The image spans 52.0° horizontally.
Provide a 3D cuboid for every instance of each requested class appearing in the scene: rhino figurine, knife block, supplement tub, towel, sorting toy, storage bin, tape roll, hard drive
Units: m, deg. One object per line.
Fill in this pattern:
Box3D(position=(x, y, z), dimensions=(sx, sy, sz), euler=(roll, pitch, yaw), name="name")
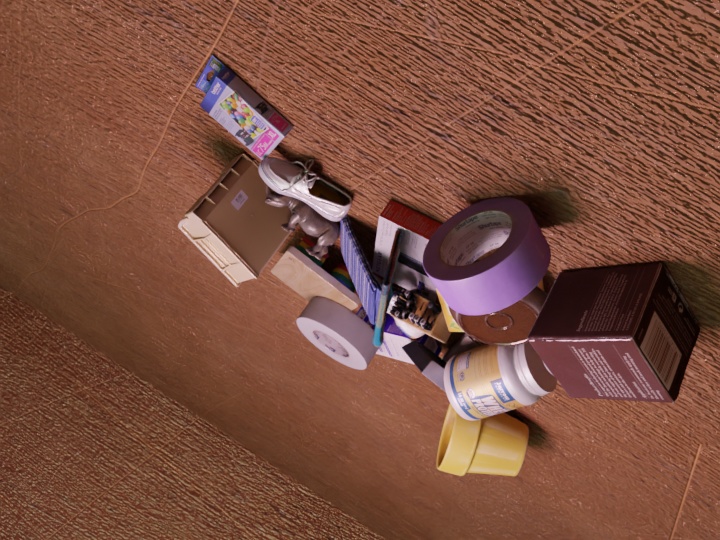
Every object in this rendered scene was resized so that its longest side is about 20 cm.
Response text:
Box3D(position=(-0.126, -0.117, 1.569), dimensions=(0.200, 0.087, 0.060), euler=(45, -174, -14), name="rhino figurine")
Box3D(position=(0.145, 0.100, 1.510), dimensions=(0.200, 0.064, 0.175), euler=(29, 178, -23), name="knife block")
Box3D(position=(0.289, 0.219, 1.531), dimensions=(0.200, 0.145, 0.145), euler=(-27, 116, 36), name="supplement tub")
Box3D(position=(0.000, 0.000, 1.554), dimensions=(0.145, 0.024, 0.201), euler=(93, 157, -57), name="towel")
Box3D(position=(-0.093, 0.015, 1.711), dimensions=(0.199, 0.070, 0.200), euler=(38, 158, -6), name="sorting toy")
Box3D(position=(-0.255, -0.110, 1.581), dimensions=(0.094, 0.200, 0.199), euler=(-12, 127, 50), name="storage bin")
Box3D(position=(-0.052, 0.149, 1.745), dimensions=(0.200, 0.066, 0.200), euler=(29, 157, 13), name="tape roll")
Box3D(position=(0.054, 0.038, 1.432), dimensions=(0.022, 0.147, 0.200), euler=(12, 141, 3), name="towel")
Box3D(position=(0.189, 0.238, 1.655), dimensions=(0.200, 0.042, 0.135), euler=(39, -175, -28), name="hard drive")
Box3D(position=(0.210, -0.026, 1.241), dimensions=(0.199, 0.200, 0.085), euler=(0, 136, 45), name="tape roll")
Box3D(position=(0.266, 0.208, 1.688), dimensions=(0.132, 0.035, 0.200), euler=(36, 149, 2), name="towel")

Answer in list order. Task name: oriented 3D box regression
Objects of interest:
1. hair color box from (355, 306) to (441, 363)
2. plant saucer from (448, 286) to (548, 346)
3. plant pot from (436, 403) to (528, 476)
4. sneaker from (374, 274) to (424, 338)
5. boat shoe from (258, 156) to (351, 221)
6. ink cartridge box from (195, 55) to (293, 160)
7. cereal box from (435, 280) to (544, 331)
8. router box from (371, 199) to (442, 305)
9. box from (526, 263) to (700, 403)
Box3D(position=(0.084, 0.159, 1.769), dimensions=(0.199, 0.065, 0.110), euler=(11, 143, 33), name="hair color box")
Box3D(position=(0.263, 0.085, 1.397), dimensions=(0.199, 0.035, 0.201), euler=(10, 140, 8), name="plant saucer")
Box3D(position=(0.301, 0.414, 1.805), dimensions=(0.188, 0.201, 0.201), euler=(16, 148, 3), name="plant pot")
Box3D(position=(0.085, 0.061, 1.638), dimensions=(0.200, 0.075, 0.088), euler=(38, 133, -11), name="sneaker")
Box3D(position=(-0.105, -0.175, 1.466), dimensions=(0.202, 0.075, 0.086), euler=(33, 149, -6), name="boat shoe")
Box3D(position=(-0.236, -0.312, 1.437), dimensions=(0.200, 0.042, 0.119), euler=(43, 149, -11), name="ink cartridge box")
Box3D(position=(0.258, 0.066, 1.434), dimensions=(0.199, 0.040, 0.144), euler=(-1, 138, 19), name="cereal box")
Box3D(position=(0.117, -0.029, 1.479), dimensions=(0.179, 0.049, 0.200), euler=(27, 149, 13), name="router box")
Box3D(position=(0.428, 0.106, 1.249), dimensions=(0.200, 0.164, 0.166), euler=(-6, 132, 49), name="box")
